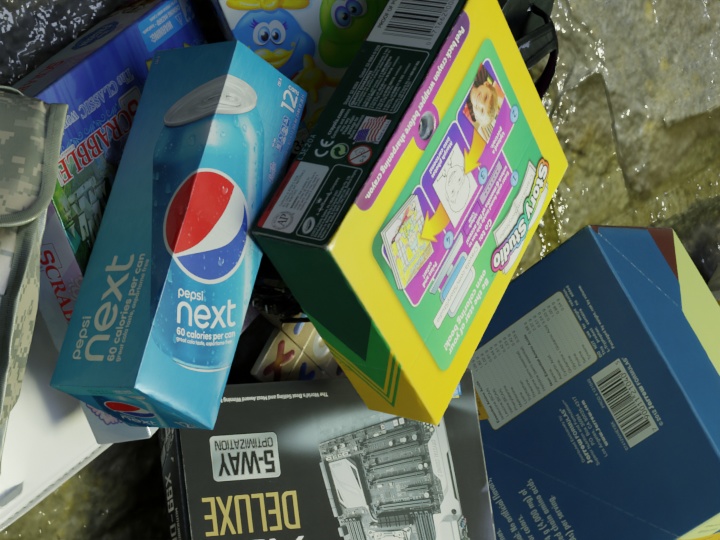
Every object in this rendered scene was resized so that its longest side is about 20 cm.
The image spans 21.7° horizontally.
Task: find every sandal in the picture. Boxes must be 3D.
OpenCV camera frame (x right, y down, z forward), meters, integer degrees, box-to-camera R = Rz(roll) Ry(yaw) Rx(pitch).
[{"bbox_3d":[0.091,-0.114,1.230,0.201,0.048,0.075,-60,155,-16],"label":"sandal"}]

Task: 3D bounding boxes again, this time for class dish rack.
[{"bbox_3d":[-0.201,0.040,1.052,0.171,0.043,0.201,-38,116,-38],"label":"dish rack"}]

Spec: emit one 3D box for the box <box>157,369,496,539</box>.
[{"bbox_3d":[-0.019,0.147,1.141,0.199,0.050,0.159,-1,76,-23],"label":"box"}]

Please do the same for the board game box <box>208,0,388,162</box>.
[{"bbox_3d":[-0.044,-0.183,1.137,0.102,0.105,0.201,-24,112,-4],"label":"board game box"}]

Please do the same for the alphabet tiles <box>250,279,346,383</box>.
[{"bbox_3d":[0.000,0.000,1.211,0.201,0.006,0.166,-61,146,-14],"label":"alphabet tiles"}]

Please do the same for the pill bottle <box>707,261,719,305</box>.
[{"bbox_3d":[0.298,0.090,1.510,0.114,0.114,0.201,49,59,-34],"label":"pill bottle"}]

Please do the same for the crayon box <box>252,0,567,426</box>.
[{"bbox_3d":[0.036,-0.043,1.084,0.201,0.058,0.173,-61,143,-26],"label":"crayon box"}]

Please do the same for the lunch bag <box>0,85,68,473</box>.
[{"bbox_3d":[-0.237,-0.007,0.918,0.163,0.118,0.201,9,83,-8],"label":"lunch bag"}]

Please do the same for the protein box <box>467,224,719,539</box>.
[{"bbox_3d":[0.151,0.107,1.236,0.135,0.200,0.199,0,57,-56],"label":"protein box"}]

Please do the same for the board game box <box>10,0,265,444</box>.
[{"bbox_3d":[-0.126,-0.037,1.088,0.200,0.041,0.201,-51,127,-53],"label":"board game box"}]

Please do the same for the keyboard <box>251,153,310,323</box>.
[{"bbox_3d":[-0.037,-0.015,1.124,0.199,0.040,0.105,7,79,-35],"label":"keyboard"}]

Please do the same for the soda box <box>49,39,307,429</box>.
[{"bbox_3d":[-0.095,-0.020,1.008,0.064,0.068,0.201,33,64,-44],"label":"soda box"}]
